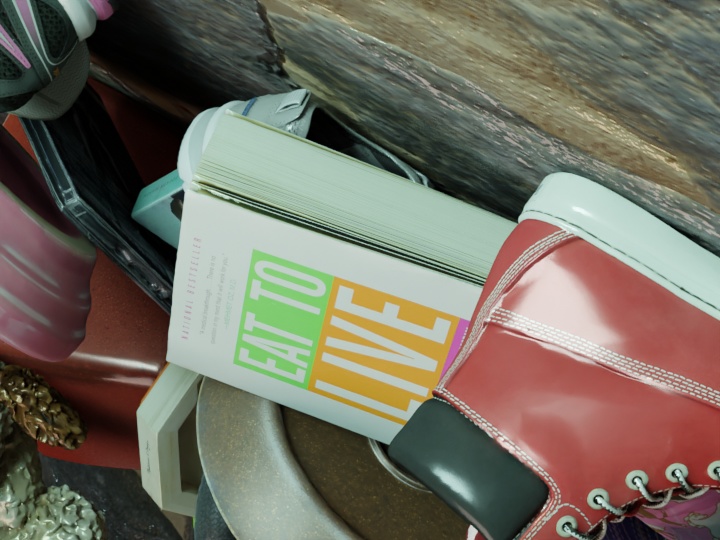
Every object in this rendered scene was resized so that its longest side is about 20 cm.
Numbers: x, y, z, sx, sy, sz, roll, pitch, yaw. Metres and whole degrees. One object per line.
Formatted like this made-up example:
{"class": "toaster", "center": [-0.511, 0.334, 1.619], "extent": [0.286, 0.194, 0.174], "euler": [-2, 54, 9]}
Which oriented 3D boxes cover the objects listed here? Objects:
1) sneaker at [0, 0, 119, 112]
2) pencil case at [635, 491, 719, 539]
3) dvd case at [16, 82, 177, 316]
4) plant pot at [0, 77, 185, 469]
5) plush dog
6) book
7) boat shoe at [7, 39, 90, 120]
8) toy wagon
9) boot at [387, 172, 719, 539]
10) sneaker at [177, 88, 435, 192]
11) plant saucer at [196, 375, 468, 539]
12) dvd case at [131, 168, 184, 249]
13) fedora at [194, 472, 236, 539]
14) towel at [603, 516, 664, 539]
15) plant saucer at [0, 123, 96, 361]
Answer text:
{"class": "sneaker", "center": [-0.204, -0.141, 0.824], "extent": [0.199, 0.087, 0.080], "euler": [33, 172, -8]}
{"class": "pencil case", "center": [0.161, 0.099, 0.958], "extent": [0.200, 0.086, 0.083], "euler": [39, -159, -48]}
{"class": "dvd case", "center": [-0.148, -0.065, 1.024], "extent": [0.201, 0.016, 0.149], "euler": [60, -173, 37]}
{"class": "plant pot", "center": [-0.133, 0.017, 1.216], "extent": [0.175, 0.201, 0.200], "euler": [17, 160, 32]}
{"class": "plush dog", "center": [-0.250, 0.101, 1.137], "extent": [0.198, 0.162, 0.172], "euler": [-6, 147, -17]}
{"class": "book", "center": [0.020, 0.025, 0.820], "extent": [0.198, 0.048, 0.134], "euler": [19, 141, 4]}
{"class": "boat shoe", "center": [-0.208, -0.146, 0.904], "extent": [0.200, 0.076, 0.072], "euler": [42, 176, -8]}
{"class": "toy wagon", "center": [-0.041, 0.072, 1.152], "extent": [0.040, 0.199, 0.156], "euler": [41, 145, 36]}
{"class": "boot", "center": [0.116, 0.074, 0.678], "extent": [0.199, 0.145, 0.072], "euler": [28, 169, 13]}
{"class": "sneaker", "center": [0.011, -0.004, 0.862], "extent": [0.200, 0.075, 0.082], "euler": [38, 144, -27]}
{"class": "plant saucer", "center": [0.019, 0.089, 0.906], "extent": [0.199, 0.035, 0.201], "euler": [21, -139, -19]}
{"class": "dvd case", "center": [0.000, 0.000, 0.972], "extent": [0.199, 0.022, 0.146], "euler": [34, 148, -24]}
{"class": "fedora", "center": [0.001, 0.123, 1.040], "extent": [0.200, 0.201, 0.092], "euler": [34, -178, -23]}
{"class": "towel", "center": [0.148, 0.116, 1.052], "extent": [0.200, 0.024, 0.146], "euler": [37, -148, -48]}
{"class": "plant saucer", "center": [-0.193, -0.045, 0.919], "extent": [0.201, 0.051, 0.201], "euler": [48, -177, -3]}
